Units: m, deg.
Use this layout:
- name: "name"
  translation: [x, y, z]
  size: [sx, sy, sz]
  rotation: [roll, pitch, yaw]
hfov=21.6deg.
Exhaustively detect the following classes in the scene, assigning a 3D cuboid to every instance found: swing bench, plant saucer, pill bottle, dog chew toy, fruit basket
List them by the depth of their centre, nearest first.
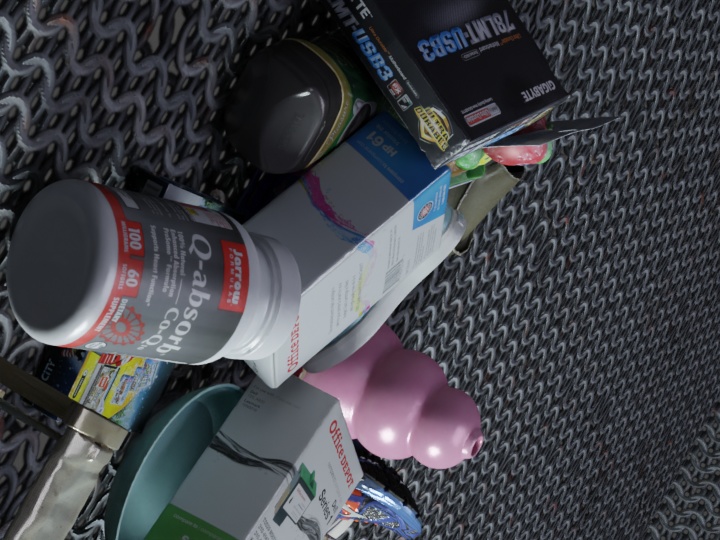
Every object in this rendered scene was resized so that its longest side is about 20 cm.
- name: "swing bench"
  translation: [-0.268, 0.149, 1.210]
  size: [0.200, 0.199, 0.130]
  rotation: [-60, 157, -7]
- name: "pill bottle"
  translation: [-0.144, 0.006, 1.360]
  size: [0.199, 0.116, 0.117]
  rotation: [11, 106, -46]
- name: "plant saucer"
  translation: [-0.160, 0.183, 1.608]
  size: [0.200, 0.036, 0.201]
  rotation: [-47, 149, -39]
- name: "fruit basket"
  translation: [0.114, -0.115, 1.732]
  size: [0.185, 0.199, 0.095]
  rotation: [-22, 113, -58]
- name: "dog chew toy"
  translation: [0.028, 0.123, 1.807]
  size: [0.125, 0.199, 0.125]
  rotation: [-47, 153, -33]

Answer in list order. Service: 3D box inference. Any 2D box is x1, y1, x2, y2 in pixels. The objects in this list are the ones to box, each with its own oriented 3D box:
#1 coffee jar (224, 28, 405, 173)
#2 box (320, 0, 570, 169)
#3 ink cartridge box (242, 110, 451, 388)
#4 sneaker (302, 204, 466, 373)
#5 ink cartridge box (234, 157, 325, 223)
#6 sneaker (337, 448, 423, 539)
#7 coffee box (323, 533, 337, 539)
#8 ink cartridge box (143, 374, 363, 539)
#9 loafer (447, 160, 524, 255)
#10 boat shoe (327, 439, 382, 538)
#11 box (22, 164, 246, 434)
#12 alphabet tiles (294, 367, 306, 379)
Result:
- name: "coffee jar"
  translation: [-0.025, -0.146, 1.550]
  size: [0.200, 0.085, 0.105]
  rotation: [-25, 152, -56]
- name: "box"
  translation: [0.067, -0.196, 1.568]
  size: [0.050, 0.199, 0.200]
  rotation: [-38, 173, 35]
- name: "ink cartridge box"
  translation: [-0.027, -0.015, 1.551]
  size: [0.200, 0.085, 0.145]
  rotation: [-41, 162, -20]
- name: "sneaker"
  translation: [0.000, 0.000, 1.699]
  size: [0.200, 0.082, 0.074]
  rotation: [-47, -161, 1]
- name: "ink cartridge box"
  translation: [-0.054, -0.038, 1.673]
  size: [0.120, 0.042, 0.200]
  rotation: [-59, 155, -11]
- name: "sneaker"
  translation: [-0.020, 0.220, 1.895]
  size: [0.079, 0.199, 0.075]
  rotation: [-52, -157, 16]
- name: "coffee box"
  translation: [-0.108, 0.281, 1.840]
  size: [0.114, 0.079, 0.200]
  rotation: [-60, 157, -5]
- name: "ink cartridge box"
  translation: [-0.089, 0.204, 1.627]
  size: [0.201, 0.084, 0.146]
  rotation: [-56, 154, -23]
- name: "loafer"
  translation: [0.127, -0.100, 1.945]
  size: [0.075, 0.069, 0.201]
  rotation: [-15, 128, -60]
- name: "boat shoe"
  translation: [-0.024, 0.184, 1.948]
  size: [0.093, 0.074, 0.201]
  rotation: [35, 83, -48]
- name: "box"
  translation: [-0.175, 0.027, 1.483]
  size: [0.201, 0.038, 0.136]
  rotation: [-64, 157, 1]
- name: "alphabet tiles"
  translation: [-0.036, 0.007, 1.702]
  size: [0.201, 0.008, 0.167]
  rotation: [-59, 158, -8]
